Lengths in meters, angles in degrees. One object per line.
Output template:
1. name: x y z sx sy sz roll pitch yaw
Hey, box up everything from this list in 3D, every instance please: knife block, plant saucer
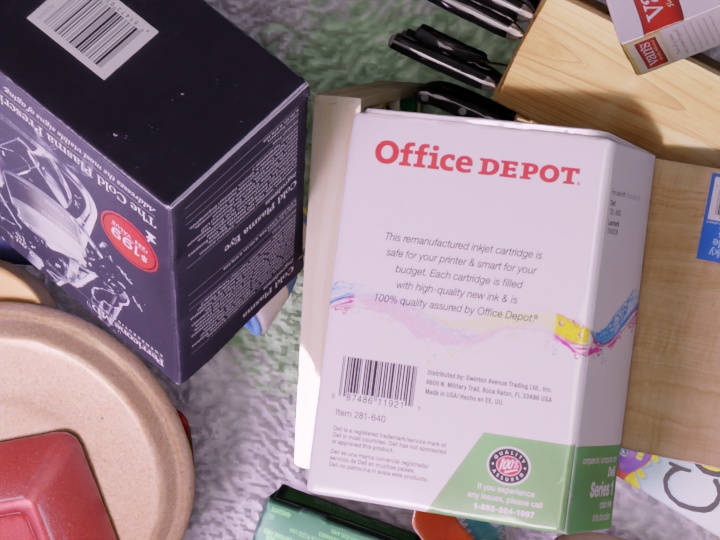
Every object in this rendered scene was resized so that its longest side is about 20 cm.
1. knife block: 0.122 -0.122 1.507 0.199 0.064 0.176 -18 96 12
2. plant saucer: -0.222 0.201 1.588 0.199 0.037 0.200 -11 110 22

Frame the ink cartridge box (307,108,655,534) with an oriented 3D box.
1. ink cartridge box: 0.063 0.025 1.430 0.144 0.084 0.201 7 90 24

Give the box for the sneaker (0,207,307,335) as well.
1. sneaker: -0.129 -0.009 1.547 0.199 0.074 0.083 4 61 11

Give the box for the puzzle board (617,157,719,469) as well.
1. puzzle board: 0.157 0.019 1.442 0.199 0.017 0.151 11 91 26

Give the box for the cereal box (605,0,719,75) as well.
1. cereal box: 0.214 -0.200 1.455 0.199 0.040 0.144 -21 57 11

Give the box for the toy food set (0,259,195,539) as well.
1. toy food set: -0.187 0.103 1.579 0.199 0.049 0.198 27 119 3

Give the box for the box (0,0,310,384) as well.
1. box: -0.132 -0.072 1.439 0.200 0.182 0.104 38 66 19

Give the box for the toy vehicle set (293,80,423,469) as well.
1. toy vehicle set: 0.000 0.000 1.514 0.026 0.124 0.201 6 100 16

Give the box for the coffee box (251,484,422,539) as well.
1. coffee box: -0.025 0.234 1.570 0.122 0.044 0.201 19 100 6

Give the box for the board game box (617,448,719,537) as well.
1. board game box: 0.229 0.097 1.502 0.199 0.105 0.103 31 102 4

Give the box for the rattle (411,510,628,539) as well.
1. rattle: 0.096 0.206 1.548 0.199 0.131 0.143 22 145 -8
